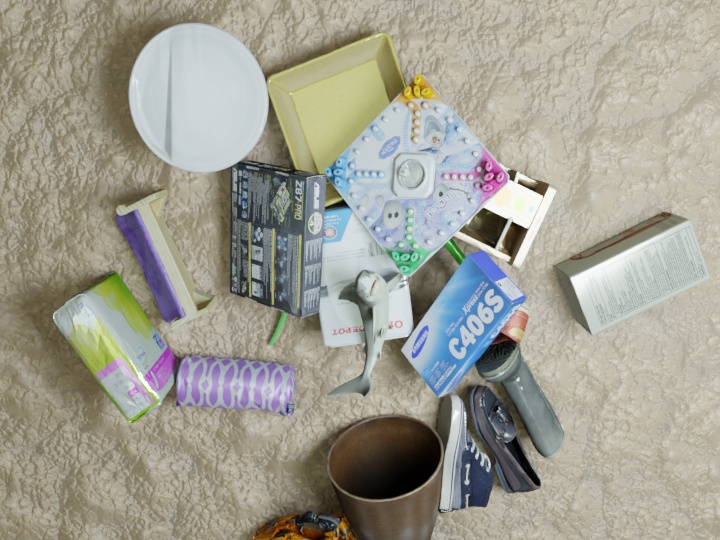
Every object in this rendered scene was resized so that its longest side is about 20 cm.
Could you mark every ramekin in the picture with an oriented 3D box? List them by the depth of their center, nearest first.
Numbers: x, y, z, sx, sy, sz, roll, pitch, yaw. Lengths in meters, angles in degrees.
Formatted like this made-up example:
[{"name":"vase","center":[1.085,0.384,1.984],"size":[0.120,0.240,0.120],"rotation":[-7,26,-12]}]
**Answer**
[{"name":"ramekin","center":[-0.228,-0.249,1.017],"size":[0.195,0.094,0.209],"rotation":[0,102,-1]}]

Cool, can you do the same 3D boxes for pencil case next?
[{"name":"pencil case","center":[-0.196,0.185,1.114],"size":[0.193,0.085,0.087],"rotation":[8,125,-1]}]

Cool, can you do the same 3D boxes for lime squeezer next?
[{"name":"lime squeezer","center":[-0.126,0.020,1.100],"size":[0.068,0.038,0.207],"rotation":[-6,102,1]}]

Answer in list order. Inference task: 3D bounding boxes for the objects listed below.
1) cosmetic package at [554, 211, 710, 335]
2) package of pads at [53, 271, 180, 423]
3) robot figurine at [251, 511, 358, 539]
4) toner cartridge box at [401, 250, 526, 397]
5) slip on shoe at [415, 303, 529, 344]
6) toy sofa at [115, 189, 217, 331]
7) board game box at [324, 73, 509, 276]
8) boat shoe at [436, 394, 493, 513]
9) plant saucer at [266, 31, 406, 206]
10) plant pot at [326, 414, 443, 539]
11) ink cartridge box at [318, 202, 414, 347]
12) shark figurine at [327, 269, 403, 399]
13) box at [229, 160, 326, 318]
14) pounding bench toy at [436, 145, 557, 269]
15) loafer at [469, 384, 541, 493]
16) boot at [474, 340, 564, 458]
[{"name":"cosmetic package","center":[0.414,0.003,1.075],"size":[0.195,0.087,0.106],"rotation":[-25,102,3]},{"name":"package of pads","center":[-0.361,0.114,1.057],"size":[0.067,0.155,0.203],"rotation":[-32,100,6]},{"name":"robot figurine","center":[-0.079,0.452,1.138],"size":[0.196,0.058,0.148],"rotation":[-21,102,30]},{"name":"toner cartridge box","center":[0.144,0.079,1.005],"size":[0.095,0.043,0.202],"rotation":[49,127,26]},{"name":"slip on shoe","center":[0.163,0.087,1.057],"size":[0.073,0.196,0.063],"rotation":[31,60,-42]},{"name":"toy sofa","center":[-0.306,-0.013,1.069],"size":[0.095,0.083,0.205],"rotation":[-22,101,3]},{"name":"board game box","center":[0.072,-0.133,0.971],"size":[0.199,0.026,0.202],"rotation":[-42,76,14]},{"name":"boat shoe","center":[0.174,0.299,1.147],"size":[0.090,0.075,0.206],"rotation":[1,108,-9]},{"name":"plant saucer","center":[-0.018,-0.220,1.042],"size":[0.195,0.048,0.205],"rotation":[-20,97,1]},{"name":"plant pot","center":[0.052,0.373,1.114],"size":[0.181,0.188,0.205],"rotation":[-9,116,1]},{"name":"ink cartridge box","center":[0.000,0.000,1.073],"size":[0.140,0.084,0.207],"rotation":[-7,101,1]},{"name":"shark figurine","center":[0.000,0.075,1.020],"size":[0.087,0.128,0.220],"rotation":[16,121,21]},{"name":"box","center":[-0.127,-0.050,1.032],"size":[0.158,0.048,0.207],"rotation":[15,109,37]},{"name":"pounding bench toy","center":[0.167,-0.068,1.040],"size":[0.152,0.124,0.205],"rotation":[23,101,-5]},{"name":"loafer","center":[0.238,0.271,1.128],"size":[0.062,0.072,0.204],"rotation":[-9,112,40]},{"name":"boot","center":[0.249,0.199,1.076],"size":[0.071,0.181,0.205],"rotation":[-16,100,27]}]
